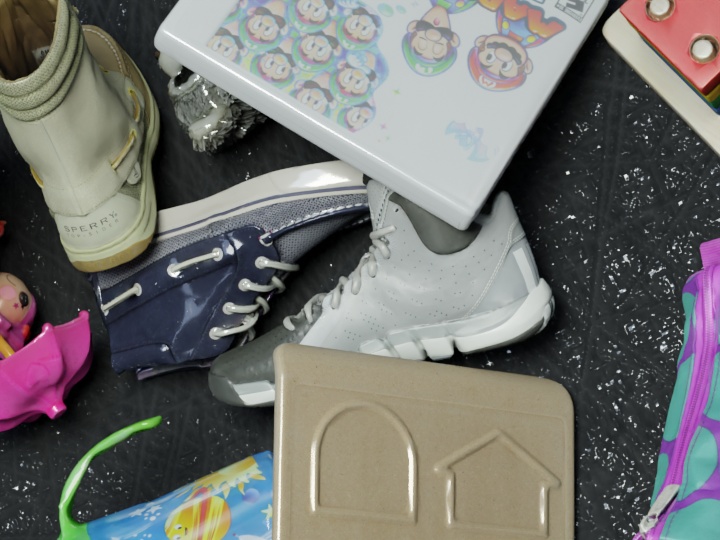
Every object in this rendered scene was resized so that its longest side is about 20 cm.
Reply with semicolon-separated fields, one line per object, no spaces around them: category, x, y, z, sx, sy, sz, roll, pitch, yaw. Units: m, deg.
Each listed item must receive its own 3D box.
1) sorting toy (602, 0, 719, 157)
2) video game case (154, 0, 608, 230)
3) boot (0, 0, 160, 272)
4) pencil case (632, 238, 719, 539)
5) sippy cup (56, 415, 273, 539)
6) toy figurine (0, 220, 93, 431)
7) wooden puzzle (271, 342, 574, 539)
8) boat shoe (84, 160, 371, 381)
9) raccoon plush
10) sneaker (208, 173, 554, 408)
sorting toy;0.261;-0.141;1.604;0.199;0.070;0.200;-43;66;4
video game case;0.015;-0.139;1.626;0.200;0.024;0.182;31;58;3
boot;-0.173;-0.115;1.674;0.072;0.155;0.200;-19;40;7
pencil case;0.192;0.088;1.524;0.085;0.092;0.200;-23;41;43
sippy cup;-0.078;0.171;1.611;0.130;0.178;0.140;-33;35;-3
toy figurine;-0.231;0.004;1.692;0.150;0.184;0.200;-32;26;1
wooden puzzle;0.030;0.146;1.574;0.046;0.185;0.201;-30;56;56
boat shoe;-0.063;0.002;1.683;0.200;0.075;0.093;-16;76;23
raccoon plush;-0.020;-0.120;1.690;0.199;0.097;0.134;12;87;22
sneaker;0.000;0.000;1.634;0.199;0.075;0.116;-16;102;6
